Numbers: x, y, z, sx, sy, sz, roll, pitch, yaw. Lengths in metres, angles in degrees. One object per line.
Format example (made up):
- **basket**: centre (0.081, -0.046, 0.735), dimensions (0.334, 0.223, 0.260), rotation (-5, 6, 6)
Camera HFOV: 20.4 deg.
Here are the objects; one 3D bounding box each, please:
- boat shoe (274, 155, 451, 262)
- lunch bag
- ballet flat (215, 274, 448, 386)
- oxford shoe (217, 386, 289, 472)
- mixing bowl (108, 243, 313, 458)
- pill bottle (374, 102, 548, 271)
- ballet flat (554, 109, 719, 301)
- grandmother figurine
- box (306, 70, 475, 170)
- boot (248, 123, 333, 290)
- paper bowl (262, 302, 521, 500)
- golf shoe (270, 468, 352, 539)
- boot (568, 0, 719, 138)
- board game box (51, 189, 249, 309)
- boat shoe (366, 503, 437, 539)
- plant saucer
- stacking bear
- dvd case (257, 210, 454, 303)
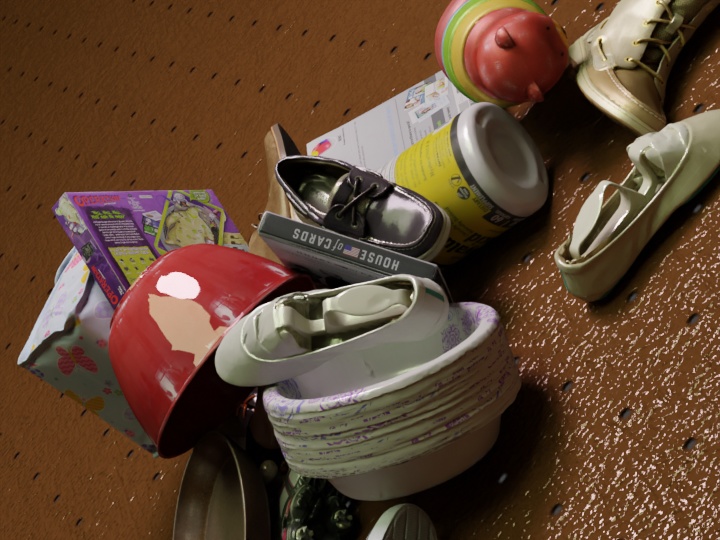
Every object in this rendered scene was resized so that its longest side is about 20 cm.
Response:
- **boat shoe**: centre (-0.004, -0.055, 1.745), dimensions (0.200, 0.065, 0.072), rotation (26, 82, 47)
- **lunch bag**: centre (-0.205, 0.047, 1.884), dimensions (0.127, 0.169, 0.200), rotation (-38, 24, 39)
- **ballet flat**: centre (-0.031, 0.039, 1.571), dimensions (0.199, 0.070, 0.070), rotation (-14, 37, 15)
- **oxford shoe**: centre (-0.100, 0.140, 1.855), dimensions (0.200, 0.072, 0.071), rotation (-6, 49, 56)
- **mixing bowl**: centre (-0.144, 0.050, 1.726), dimensions (0.200, 0.108, 0.200), rotation (-48, -13, -14)
- **pill bottle**: centre (0.063, -0.058, 1.812), dimensions (0.200, 0.111, 0.112), rotation (-33, 30, 34)
- **ballet flat**: centre (0.226, -0.064, 1.606), dimensions (0.200, 0.069, 0.069), rotation (-52, 25, -3)
- **grandmother figurine**: centre (-0.077, 0.140, 1.746), dimensions (0.121, 0.060, 0.200), rotation (-77, 3, -49)
- **box**: centre (0.044, -0.120, 1.958), dimensions (0.200, 0.041, 0.156), rotation (-27, 30, 12)
- **boot**: centre (-0.077, -0.053, 1.883), dimensions (0.075, 0.074, 0.200), rotation (-25, 51, 17)
- **paper bowl**: centre (0.031, 0.109, 1.593), dimensions (0.200, 0.105, 0.201), rotation (-21, 13, 5)
- **golf shoe**: centre (-0.038, 0.173, 1.710), dimensions (0.088, 0.077, 0.200), rotation (-29, 32, 50)
- **boot**: centre (0.260, -0.201, 1.725), dimensions (0.155, 0.073, 0.200), rotation (-47, 19, 16)
- **board game box**: centre (-0.181, -0.022, 1.850), dimensions (0.032, 0.200, 0.120), rotation (-42, 68, 31)
- **boat shoe**: centre (0.004, 0.267, 1.509), dimensions (0.067, 0.074, 0.200), rotation (-23, 37, 40)
- **plant saucer**: centre (-0.117, 0.237, 1.710), dimensions (0.200, 0.034, 0.201), rotation (-175, 90, -67)
- **stacking bear**: centre (0.133, -0.198, 1.800), dimensions (0.113, 0.122, 0.200), rotation (-25, 13, 0)
- **dvd case**: centre (0.000, 0.000, 1.692), dimensions (0.200, 0.150, 0.025), rotation (60, -132, -78)
